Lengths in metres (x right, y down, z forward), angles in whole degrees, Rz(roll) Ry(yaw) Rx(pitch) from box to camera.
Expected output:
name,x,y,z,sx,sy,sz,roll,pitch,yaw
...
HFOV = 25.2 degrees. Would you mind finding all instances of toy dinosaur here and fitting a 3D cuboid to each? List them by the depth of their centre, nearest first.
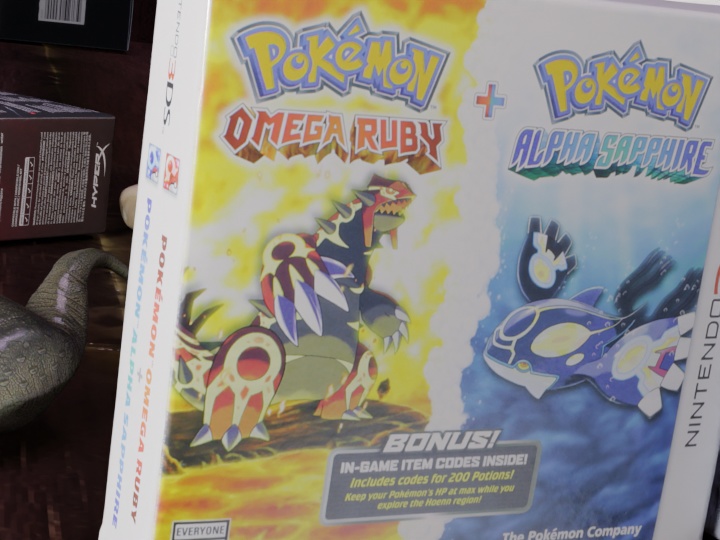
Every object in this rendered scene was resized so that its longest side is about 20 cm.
name,x,y,z,sx,sy,sz,roll,pitch,yaw
toy dinosaur,-0.151,0.034,0.568,0.102,0.078,0.199,31,19,37

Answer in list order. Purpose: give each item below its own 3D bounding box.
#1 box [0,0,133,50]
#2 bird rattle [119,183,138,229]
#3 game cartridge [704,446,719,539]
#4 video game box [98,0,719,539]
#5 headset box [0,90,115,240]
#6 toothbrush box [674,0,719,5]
name,x,y,z,sx,sy,sz,roll,pitch,yaw
box,-0.450,-0.407,2.437,0.198,0.125,0.197,4,13,-14
bird rattle,-0.074,-0.064,1.013,0.162,0.114,0.200,-14,15,-18
game cartridge,0.145,0.023,0.590,0.041,0.135,0.200,7,12,1
video game box,0.029,0.006,0.480,0.198,0.184,0.047,0,12,-28
headset box,-0.266,-0.065,0.935,0.148,0.076,0.199,15,13,36
toothbrush box,0.170,-0.045,0.780,0.145,0.202,0.086,15,14,40
